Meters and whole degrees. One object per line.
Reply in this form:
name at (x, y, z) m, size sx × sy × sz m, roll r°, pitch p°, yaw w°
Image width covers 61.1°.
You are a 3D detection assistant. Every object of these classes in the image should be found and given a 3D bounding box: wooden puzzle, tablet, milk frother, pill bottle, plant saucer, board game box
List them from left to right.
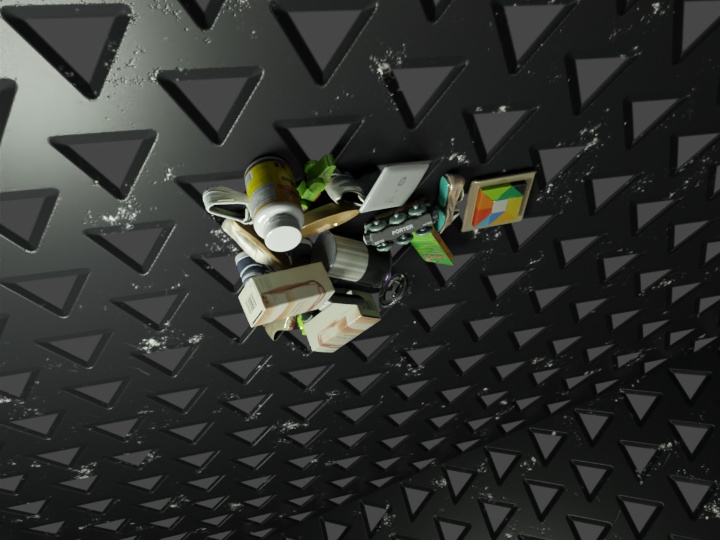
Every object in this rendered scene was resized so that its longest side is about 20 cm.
pill bottle at (-0.182, -0.141, 1.305) m, size 0.108 × 0.202 × 0.110 m, roll -12°, pitch 144°, yaw -9°
plant saucer at (-0.099, -0.120, 1.449) m, size 0.198 × 0.036 × 0.200 m, roll -21°, pitch 177°, yaw -1°
milk frother at (0.000, 0.000, 1.555) m, size 0.186 × 0.183 × 0.199 m, roll 11°, pitch 168°, yaw -35°
tablet at (0.082, -0.194, 1.425) m, size 0.199 × 0.014 × 0.131 m, roll -18°, pitch 146°, yaw -55°
board game box at (0.184, -0.073, 1.659) m, size 0.095 × 0.030 × 0.200 m, roll 12°, pitch 157°, yaw 34°
wooden puzzle at (0.371, -0.179, 1.640) m, size 0.183 × 0.038 × 0.201 m, roll -11°, pitch 143°, yaw -11°

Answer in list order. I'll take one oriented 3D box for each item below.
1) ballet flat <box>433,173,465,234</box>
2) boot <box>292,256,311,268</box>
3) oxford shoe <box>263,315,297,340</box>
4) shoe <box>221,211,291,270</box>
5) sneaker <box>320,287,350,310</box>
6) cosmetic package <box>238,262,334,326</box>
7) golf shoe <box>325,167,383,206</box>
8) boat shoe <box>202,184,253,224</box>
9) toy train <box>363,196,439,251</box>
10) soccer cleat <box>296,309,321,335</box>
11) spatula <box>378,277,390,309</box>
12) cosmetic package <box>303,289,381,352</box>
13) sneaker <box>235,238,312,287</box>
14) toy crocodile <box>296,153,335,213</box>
ballet flat at (0.229, -0.167, 1.572) m, size 0.066 × 0.069 × 0.201 m, roll -14°, pitch 146°, yaw -19°
boot at (-0.207, 0.039, 1.643) m, size 0.201 × 0.074 × 0.154 m, roll -12°, pitch 149°, yaw -13°
oxford shoe at (-0.188, 0.119, 1.648) m, size 0.070 × 0.075 × 0.200 m, roll -9°, pitch 155°, yaw -49°
shoe at (-0.247, -0.062, 1.463) m, size 0.053 × 0.070 × 0.200 m, roll -36°, pitch 115°, yaw 23°
sneaker at (-0.103, 0.085, 1.739) m, size 0.198 × 0.074 × 0.071 m, roll 14°, pitch 129°, yaw -37°
cosmetic package at (-0.176, 0.056, 1.465) m, size 0.198 × 0.088 × 0.103 m, roll -15°, pitch 159°, yaw -36°
golf shoe at (0.009, -0.180, 1.430) m, size 0.198 × 0.098 × 0.079 m, roll -2°, pitch 139°, yaw -25°
boat shoe at (-0.260, -0.135, 1.387) m, size 0.198 × 0.066 × 0.074 m, roll 7°, pitch 136°, yaw -28°
toy train at (0.100, -0.119, 1.534) m, size 0.198 × 0.114 × 0.086 m, roll -21°, pitch 114°, yaw 7°
soccer cleat at (-0.153, 0.122, 1.781) m, size 0.080 × 0.068 × 0.201 m, roll -23°, pitch 151°, yaw -11°
spatula at (0.064, 0.059, 1.822) m, size 0.056 × 0.021 × 0.201 m, roll -4°, pitch 145°, yaw 1°
cosmetic package at (-0.052, 0.146, 1.728) m, size 0.199 × 0.088 × 0.103 m, roll -37°, pitch 152°, yaw 29°
sneaker at (-0.210, -0.011, 1.538) m, size 0.197 × 0.109 × 0.070 m, roll -14°, pitch 144°, yaw -6°
toy crocodile at (-0.115, -0.186, 1.391) m, size 0.061 × 0.068 × 0.200 m, roll 10°, pitch 137°, yaw -38°
